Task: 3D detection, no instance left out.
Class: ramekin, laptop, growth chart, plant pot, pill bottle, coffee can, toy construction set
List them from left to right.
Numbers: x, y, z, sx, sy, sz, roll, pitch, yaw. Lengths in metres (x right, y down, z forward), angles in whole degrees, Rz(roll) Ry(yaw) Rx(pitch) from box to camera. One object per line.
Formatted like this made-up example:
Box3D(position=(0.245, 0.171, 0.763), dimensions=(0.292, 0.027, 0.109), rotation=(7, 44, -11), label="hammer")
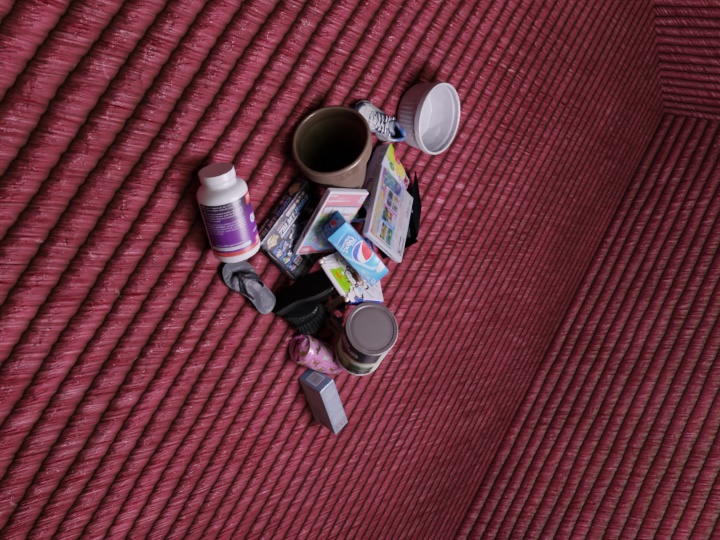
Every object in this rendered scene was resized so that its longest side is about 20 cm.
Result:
Box3D(position=(-0.292, -0.127, 1.259), dimensions=(0.112, 0.111, 0.203), rotation=(-34, 131, -34), label="pill bottle")
Box3D(position=(-0.055, -0.274, 1.426), dimensions=(0.202, 0.198, 0.175), rotation=(-55, 156, -15), label="plant pot")
Box3D(position=(-0.050, 0.098, 1.650), dimensions=(0.201, 0.092, 0.130), rotation=(-50, 161, 27), label="toy construction set")
Box3D(position=(-0.036, 0.004, 1.492), dimensions=(0.018, 0.145, 0.200), rotation=(-39, 179, 26), label="growth chart")
Box3D(position=(0.013, 0.194, 1.595), dimensions=(0.146, 0.146, 0.201), rotation=(-44, 169, -26), label="coffee can")
Box3D(position=(0.120, -0.168, 1.770), dimensions=(0.197, 0.117, 0.188), rotation=(-27, 147, -4), label="laptop")
Box3D(position=(0.195, -0.450, 1.680), dimensions=(0.198, 0.104, 0.204), rotation=(-24, 124, -40), label="ramekin")

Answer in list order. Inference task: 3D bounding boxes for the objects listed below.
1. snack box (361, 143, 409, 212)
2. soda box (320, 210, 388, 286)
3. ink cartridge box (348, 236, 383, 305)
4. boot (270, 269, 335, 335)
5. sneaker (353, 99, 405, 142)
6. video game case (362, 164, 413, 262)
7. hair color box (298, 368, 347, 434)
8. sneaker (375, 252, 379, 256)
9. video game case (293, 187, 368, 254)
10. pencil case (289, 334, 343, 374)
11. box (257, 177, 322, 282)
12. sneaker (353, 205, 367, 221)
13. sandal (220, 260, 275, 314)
Box3D(position=(0.067, -0.235, 1.608), dimensions=(0.143, 0.052, 0.202), rotation=(55, 43, -37), label="snack box")
Box3D(position=(-0.013, -0.052, 1.448), dimensions=(0.064, 0.068, 0.200), rotation=(-41, 126, 4), label="soda box")
Box3D(position=(0.000, 0.000, 1.599), dimensions=(0.092, 0.204, 0.044), rotation=(8, 147, -30), label="ink cartridge box")
Box3D(position=(-0.122, 0.087, 1.529), dimensions=(0.158, 0.208, 0.081), rotation=(43, 32, -46), label="boot")
Box3D(position=(0.057, -0.403, 1.557), dimensions=(0.198, 0.084, 0.079), rotation=(12, 98, -50), label="sneaker")
Box3D(position=(0.078, -0.151, 1.551), dimensions=(0.181, 0.023, 0.204), rotation=(37, 59, -49), label="video game case")
Box3D(position=(-0.111, 0.394, 1.731), dimensions=(0.060, 0.098, 0.203), rotation=(-39, 134, -30), label="hair color box")
Box3D(position=(0.034, 0.016, 1.739), dimensions=(0.116, 0.078, 0.202), rotation=(-47, 138, -22), label="sneaker")
Box3D(position=(-0.075, -0.123, 1.448), dimensions=(0.142, 0.018, 0.201), rotation=(-8, 140, -49), label="video game case")
Box3D(position=(-0.121, 0.243, 1.662), dimensions=(0.083, 0.087, 0.199), rotation=(-49, 143, 9), label="pencil case")
Box3D(position=(-0.161, -0.098, 1.477), dimensions=(0.202, 0.049, 0.199), rotation=(-56, 140, -13), label="box")
Box3D(position=(0.028, -0.179, 1.643), dimensions=(0.198, 0.072, 0.073), rotation=(-21, 121, -44), label="sneaker")
Box3D(position=(-0.266, 0.039, 1.417), dimensions=(0.076, 0.047, 0.201), rotation=(-56, 136, -16), label="sandal")
